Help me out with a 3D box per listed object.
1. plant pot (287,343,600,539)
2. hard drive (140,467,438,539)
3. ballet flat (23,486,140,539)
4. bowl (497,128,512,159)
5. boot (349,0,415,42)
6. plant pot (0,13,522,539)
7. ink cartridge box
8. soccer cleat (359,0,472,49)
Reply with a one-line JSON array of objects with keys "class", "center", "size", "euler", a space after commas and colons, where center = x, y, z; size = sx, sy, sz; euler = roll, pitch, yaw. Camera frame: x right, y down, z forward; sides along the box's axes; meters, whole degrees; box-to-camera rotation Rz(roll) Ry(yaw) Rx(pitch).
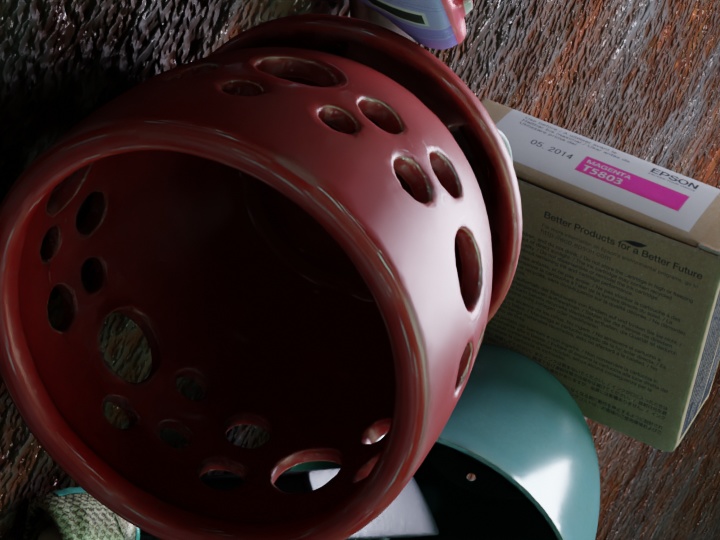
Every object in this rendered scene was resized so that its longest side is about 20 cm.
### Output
[{"class": "plant pot", "center": [0.061, 0.139, 1.324], "size": [0.161, 0.200, 0.201], "euler": [-56, 160, -53]}, {"class": "hard drive", "center": [-0.043, 0.131, 1.134], "size": [0.200, 0.134, 0.043], "euler": [18, 68, -71]}, {"class": "ballet flat", "center": [-0.164, 0.197, 1.000], "size": [0.075, 0.068, 0.201], "euler": [11, 97, -48]}, {"class": "bowl", "center": [0.000, 0.000, 1.147], "size": [0.201, 0.090, 0.201], "euler": [-53, 156, -36]}, {"class": "boot", "center": [0.010, -0.159, 1.021], "size": [0.200, 0.072, 0.167], "euler": [-52, 154, -44]}, {"class": "plant pot", "center": [-0.033, -0.006, 0.900], "size": [0.183, 0.200, 0.201], "euler": [-49, 154, -53]}, {"class": "ink cartridge box", "center": [0.140, 0.002, 1.350], "size": [0.075, 0.199, 0.165], "euler": [-44, 152, -47]}, {"class": "soccer cleat", "center": [-0.019, -0.159, 0.870], "size": [0.200, 0.076, 0.067], "euler": [51, 17, -44]}]
